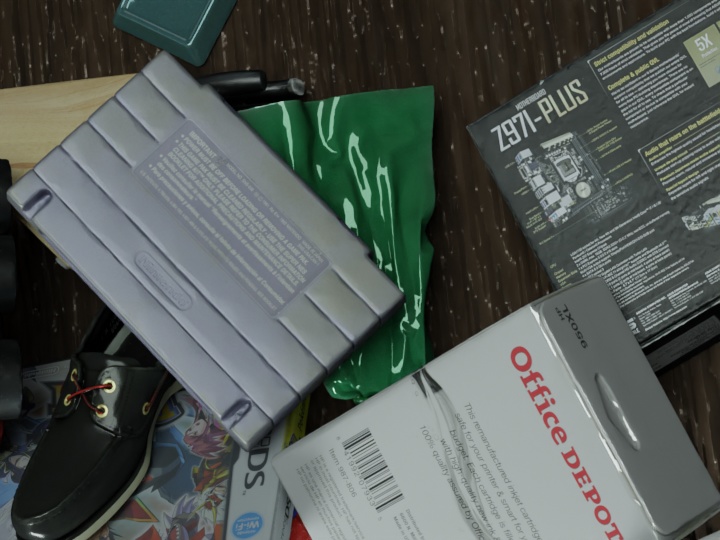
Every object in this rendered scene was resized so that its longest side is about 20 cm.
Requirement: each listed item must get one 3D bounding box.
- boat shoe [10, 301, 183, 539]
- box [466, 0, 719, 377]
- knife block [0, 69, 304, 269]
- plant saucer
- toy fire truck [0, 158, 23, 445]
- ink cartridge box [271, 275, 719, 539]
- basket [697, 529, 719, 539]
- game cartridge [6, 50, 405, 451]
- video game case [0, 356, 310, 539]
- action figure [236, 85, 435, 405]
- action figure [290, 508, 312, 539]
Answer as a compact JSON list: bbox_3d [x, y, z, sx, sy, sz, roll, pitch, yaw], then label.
[{"bbox_3d":[-0.144,0.071,1.484,0.073,0.063,0.202,11,55,34],"label":"boat shoe"},{"bbox_3d":[0.187,-0.054,1.451,0.199,0.086,0.164,-31,72,9],"label":"box"},{"bbox_3d":[-0.139,-0.089,1.573,0.200,0.064,0.176,42,92,21],"label":"knife block"},{"bbox_3d":[-0.083,-0.229,1.609,0.070,0.019,0.201,26,88,21],"label":"plant saucer"},{"bbox_3d":[-0.276,0.041,1.553,0.128,0.200,0.177,-1,67,-13],"label":"toy fire truck"},{"bbox_3d":[0.073,0.114,1.402,0.200,0.084,0.145,-32,84,34],"label":"ink cartridge box"},{"bbox_3d":[0.247,0.226,1.335,0.199,0.161,0.199,-22,73,11],"label":"basket"},{"bbox_3d":[-0.085,-0.013,1.460,0.130,0.038,0.200,-42,80,-14],"label":"game cartridge"},{"bbox_3d":[-0.128,0.114,1.495,0.199,0.026,0.181,-10,44,18],"label":"video game case"},{"bbox_3d":[0.000,0.000,1.508,0.117,0.055,0.201,-8,84,-9],"label":"action figure"},{"bbox_3d":[-0.065,0.172,1.479,0.200,0.052,0.066,-33,75,-19],"label":"action figure"}]
